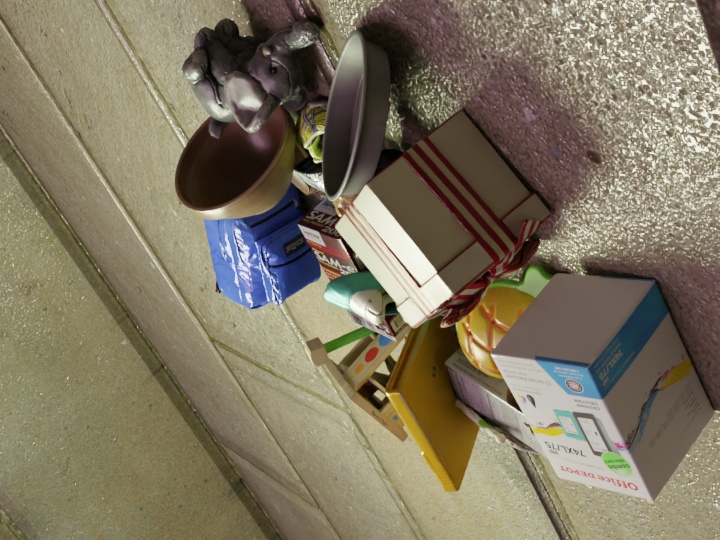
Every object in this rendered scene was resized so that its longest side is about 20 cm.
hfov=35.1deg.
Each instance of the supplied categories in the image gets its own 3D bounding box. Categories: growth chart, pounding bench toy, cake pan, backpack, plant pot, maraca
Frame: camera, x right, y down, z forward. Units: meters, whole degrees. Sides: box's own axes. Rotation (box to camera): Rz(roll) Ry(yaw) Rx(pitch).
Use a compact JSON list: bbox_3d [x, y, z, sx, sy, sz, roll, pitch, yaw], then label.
[{"bbox_3d":[0.223,0.228,1.603,0.199,0.018,0.145,21,-171,-35],"label":"growth chart"},{"bbox_3d":[0.031,0.124,1.726,0.200,0.156,0.124,41,-178,-29],"label":"pounding bench toy"},{"bbox_3d":[-0.006,-0.180,1.349,0.036,0.203,0.200,7,165,-14],"label":"cake pan"},{"bbox_3d":[-0.152,-0.060,1.856,0.167,0.162,0.202,16,130,41],"label":"backpack"},{"bbox_3d":[-0.162,-0.145,1.634,0.200,0.202,0.093,26,167,46],"label":"plant pot"},{"bbox_3d":[0.202,0.067,1.430,0.137,0.107,0.199,49,133,-8],"label":"maraca"}]

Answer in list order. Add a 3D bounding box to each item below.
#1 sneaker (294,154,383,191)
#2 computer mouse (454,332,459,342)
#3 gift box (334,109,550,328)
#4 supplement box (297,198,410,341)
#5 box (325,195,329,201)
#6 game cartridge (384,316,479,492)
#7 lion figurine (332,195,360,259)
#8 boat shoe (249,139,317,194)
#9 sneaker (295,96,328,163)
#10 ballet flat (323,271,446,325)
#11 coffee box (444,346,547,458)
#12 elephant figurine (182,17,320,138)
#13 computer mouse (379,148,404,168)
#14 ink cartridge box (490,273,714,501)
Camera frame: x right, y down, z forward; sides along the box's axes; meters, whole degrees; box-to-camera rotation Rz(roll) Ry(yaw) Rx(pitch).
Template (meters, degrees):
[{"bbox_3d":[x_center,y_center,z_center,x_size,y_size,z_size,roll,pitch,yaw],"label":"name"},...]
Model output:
[{"bbox_3d":[-0.021,-0.122,1.584,0.199,0.076,0.077,22,144,51],"label":"sneaker"},{"bbox_3d":[0.182,0.169,1.715,0.140,0.046,0.201,40,157,24],"label":"computer mouse"},{"bbox_3d":[0.097,-0.047,1.326,0.187,0.184,0.200,51,164,2],"label":"gift box"},{"bbox_3d":[0.000,0.000,1.627,0.108,0.061,0.201,21,147,50],"label":"supplement box"},{"bbox_3d":[0.047,-0.029,1.644,0.199,0.051,0.158,33,154,35],"label":"box"},{"bbox_3d":[0.110,0.177,1.592,0.032,0.177,0.201,-8,126,31],"label":"game cartridge"},{"bbox_3d":[0.042,-0.067,1.482,0.199,0.072,0.123,23,-138,-38],"label":"lion figurine"},{"bbox_3d":[-0.140,-0.185,1.731,0.200,0.067,0.072,46,159,8],"label":"boat shoe"},{"bbox_3d":[-0.053,-0.186,1.539,0.076,0.076,0.200,53,162,-15],"label":"sneaker"},{"bbox_3d":[0.046,0.038,1.538,0.068,0.198,0.071,80,-172,-45],"label":"ballet flat"},{"bbox_3d":[0.223,0.155,1.516,0.199,0.113,0.080,32,154,41],"label":"coffee box"},{"bbox_3d":[-0.132,-0.251,1.516,0.199,0.142,0.155,22,165,34],"label":"elephant figurine"},{"bbox_3d":[0.099,-0.085,1.471,0.200,0.034,0.059,46,-169,-9],"label":"computer mouse"},{"bbox_3d":[0.277,0.129,1.293,0.146,0.146,0.201,4,132,51],"label":"ink cartridge box"}]
